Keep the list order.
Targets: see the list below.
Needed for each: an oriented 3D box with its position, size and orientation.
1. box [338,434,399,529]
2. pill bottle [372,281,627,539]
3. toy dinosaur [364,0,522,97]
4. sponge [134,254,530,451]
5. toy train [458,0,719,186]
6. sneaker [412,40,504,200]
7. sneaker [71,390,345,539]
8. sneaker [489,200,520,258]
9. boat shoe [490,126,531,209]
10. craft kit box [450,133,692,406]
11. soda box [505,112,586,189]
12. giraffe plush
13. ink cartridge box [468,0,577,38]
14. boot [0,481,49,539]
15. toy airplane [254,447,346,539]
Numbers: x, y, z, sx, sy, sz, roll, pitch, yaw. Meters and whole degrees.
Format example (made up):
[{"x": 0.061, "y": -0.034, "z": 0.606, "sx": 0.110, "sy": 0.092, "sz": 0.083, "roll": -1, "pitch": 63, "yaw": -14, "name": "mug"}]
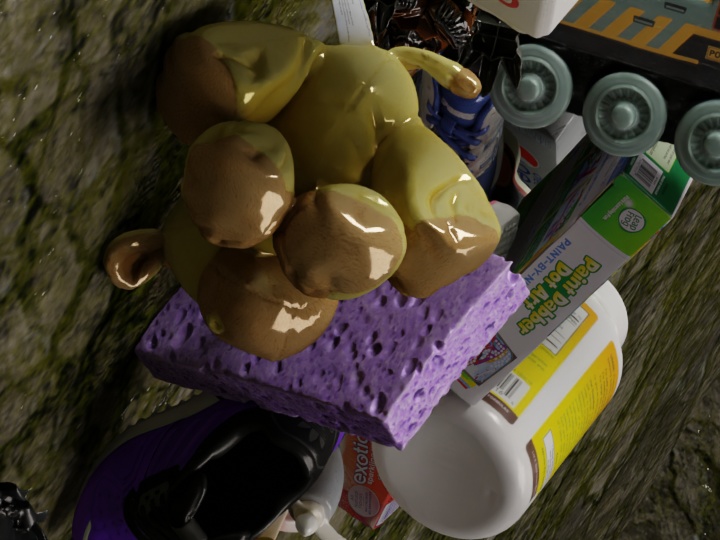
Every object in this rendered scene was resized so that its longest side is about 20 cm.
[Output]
[{"x": 0.035, "y": 0.072, "z": 1.820, "sx": 0.200, "sy": 0.095, "sz": 0.100, "roll": -39, "pitch": 157, "yaw": -49, "name": "box"}, {"x": 0.096, "y": 0.074, "z": 1.699, "sx": 0.200, "sy": 0.109, "sz": 0.110, "roll": -45, "pitch": 162, "yaw": -48, "name": "pill bottle"}, {"x": 0.044, "y": -0.171, "z": 1.395, "sx": 0.136, "sy": 0.102, "sz": 0.201, "roll": -74, "pitch": 170, "yaw": -53, "name": "toy dinosaur"}, {"x": -0.018, "y": 0.026, "z": 1.388, "sx": 0.112, "sy": 0.199, "sz": 0.030, "roll": -51, "pitch": 129, "yaw": -23, "name": "sponge"}, {"x": 0.155, "y": -0.120, "z": 1.444, "sx": 0.085, "sy": 0.199, "sz": 0.115, "roll": -39, "pitch": 145, "yaw": -73, "name": "toy train"}, {"x": 0.052, "y": -0.095, "z": 1.550, "sx": 0.088, "sy": 0.075, "sz": 0.201, "roll": -56, "pitch": 164, "yaw": -69, "name": "sneaker"}, {"x": -0.090, "y": 0.118, "z": 1.428, "sx": 0.200, "sy": 0.070, "sz": 0.100, "roll": -36, "pitch": -161, "yaw": 28, "name": "sneaker"}, {"x": 0.000, "y": 0.000, "z": 1.523, "sx": 0.200, "sy": 0.104, "sz": 0.076, "roll": -39, "pitch": 156, "yaw": -35, "name": "sneaker"}, {"x": 0.081, "y": -0.037, "z": 1.774, "sx": 0.200, "sy": 0.071, "sz": 0.063, "roll": 64, "pitch": 46, "yaw": -66, "name": "boat shoe"}, {"x": 0.138, "y": -0.038, "z": 1.604, "sx": 0.197, "sy": 0.048, "sz": 0.200, "roll": -43, "pitch": -171, "yaw": 39, "name": "craft kit box"}, {"x": 0.128, "y": -0.094, "z": 1.832, "sx": 0.068, "sy": 0.063, "sz": 0.200, "roll": -54, "pitch": 165, "yaw": -12, "name": "soda box"}, {"x": -0.042, "y": -0.030, "z": 1.300, "sx": 0.162, "sy": 0.172, "sz": 0.201, "roll": -55, "pitch": -161, "yaw": 37, "name": "giraffe plush"}, {"x": 0.052, "y": -0.215, "z": 1.169, "sx": 0.084, "sy": 0.144, "sz": 0.200, "roll": -50, "pitch": 164, "yaw": -24, "name": "ink cartridge box"}, {"x": -0.217, "y": 0.182, "z": 1.286, "sx": 0.199, "sy": 0.073, "sz": 0.163, "roll": -61, "pitch": 169, "yaw": -11, "name": "boot"}, {"x": -0.064, "y": 0.184, "z": 1.648, "sx": 0.200, "sy": 0.141, "sz": 0.200, "roll": -54, "pitch": 165, "yaw": -13, "name": "toy airplane"}]
